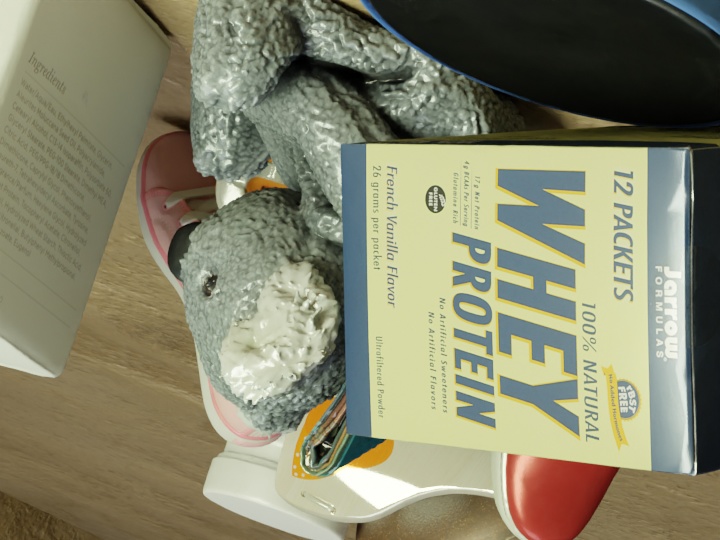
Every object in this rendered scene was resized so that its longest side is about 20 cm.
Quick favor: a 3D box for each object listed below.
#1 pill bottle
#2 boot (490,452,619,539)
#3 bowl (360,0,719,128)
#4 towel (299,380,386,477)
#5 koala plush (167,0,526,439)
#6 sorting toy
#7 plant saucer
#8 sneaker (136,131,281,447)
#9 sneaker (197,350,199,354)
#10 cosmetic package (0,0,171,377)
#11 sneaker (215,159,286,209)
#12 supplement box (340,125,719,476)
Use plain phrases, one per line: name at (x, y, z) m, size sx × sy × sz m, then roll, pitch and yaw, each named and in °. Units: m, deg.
pill bottle at (-0.024, 0.062, 1.617) m, size 0.115 × 0.201 × 0.116 m, roll 17°, pitch 167°, yaw 4°
boot at (0.139, 0.060, 1.327) m, size 0.072 × 0.201 × 0.144 m, roll 19°, pitch -177°, yaw -22°
bowl at (0.088, -0.115, 1.104) m, size 0.200 × 0.040 × 0.201 m, roll 17°, pitch 167°, yaw 4°
towel at (0.049, 0.023, 1.323) m, size 0.022 × 0.147 × 0.200 m, roll 37°, pitch -150°, yaw 15°
koala plush at (-0.023, -0.016, 1.302) m, size 0.183 × 0.201 × 0.177 m, roll 18°, pitch 166°, yaw 0°
sorting toy at (0.081, 0.081, 1.487) m, size 0.179 × 0.107 × 0.200 m, roll 20°, pitch -152°, yaw 25°
plant saucer at (0.080, 0.117, 1.609) m, size 0.200 × 0.200 × 0.037 m, roll -4°, pitch 116°, yaw 58°
sneaker at (-0.069, -0.004, 1.519) m, size 0.075 × 0.201 × 0.105 m, roll -10°, pitch 163°, yaw -27°
sneaker at (0.000, 0.000, 1.431) m, size 0.199 × 0.083 × 0.072 m, roll -17°, pitch -157°, yaw 3°
cosmetic package at (-0.224, -0.075, 1.337) m, size 0.164 × 0.201 × 0.165 m, roll 13°, pitch 165°, yaw 21°
sneaker at (0.013, -0.033, 1.493) m, size 0.199 × 0.079 × 0.077 m, roll 21°, pitch -174°, yaw -8°
supplement box at (0.129, 0.005, 1.157) m, size 0.199 × 0.135 × 0.199 m, roll 3°, pitch -174°, yaw 43°
